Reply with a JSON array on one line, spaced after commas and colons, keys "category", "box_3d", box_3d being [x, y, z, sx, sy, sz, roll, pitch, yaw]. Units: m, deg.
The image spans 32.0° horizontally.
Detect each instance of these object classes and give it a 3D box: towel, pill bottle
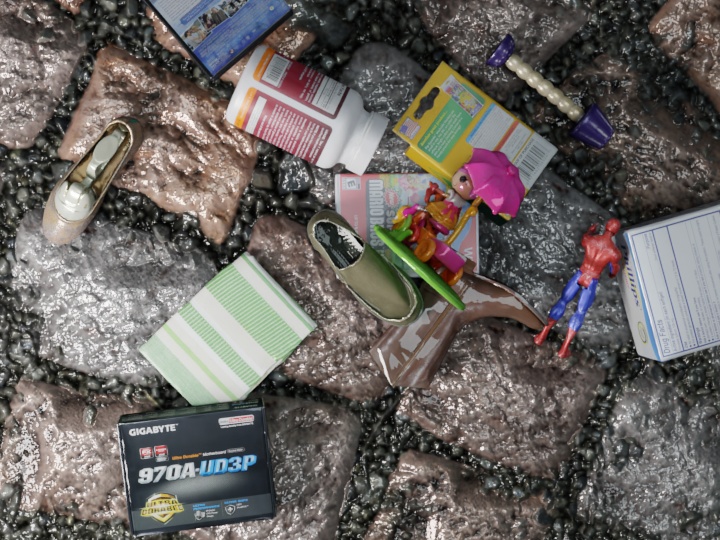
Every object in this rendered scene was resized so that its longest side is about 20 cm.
[{"category": "towel", "box_3d": [-0.178, 0.093, 1.712, 0.200, 0.023, 0.153, -44, 93, -2]}, {"category": "pill bottle", "box_3d": [-0.069, -0.207, 1.672, 0.199, 0.113, 0.114, 26, 88, -5]}]

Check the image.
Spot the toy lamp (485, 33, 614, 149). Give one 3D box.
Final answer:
[{"category": "toy lamp", "box_3d": [0.263, -0.242, 1.731, 0.199, 0.058, 0.058, 38, 87, -2]}]

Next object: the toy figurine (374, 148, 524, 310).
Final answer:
[{"category": "toy figurine", "box_3d": [0.126, -0.076, 1.618, 0.150, 0.200, 0.184, 40, 93, -27]}]

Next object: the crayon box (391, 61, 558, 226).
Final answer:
[{"category": "crayon box", "box_3d": [0.152, -0.172, 1.711, 0.199, 0.052, 0.126, 37, 78, -2]}]

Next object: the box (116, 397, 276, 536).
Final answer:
[{"category": "box", "box_3d": [-0.217, 0.264, 1.687, 0.198, 0.046, 0.161, -6, 101, -5]}]

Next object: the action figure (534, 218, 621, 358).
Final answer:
[{"category": "action figure", "box_3d": [0.312, 0.013, 1.731, 0.065, 0.099, 0.201, 29, 112, 13]}]

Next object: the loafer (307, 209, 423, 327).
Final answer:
[{"category": "loafer", "box_3d": [0.000, 0.000, 1.676, 0.200, 0.070, 0.075, 42, 97, 6]}]

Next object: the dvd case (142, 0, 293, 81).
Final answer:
[{"category": "dvd case", "box_3d": [-0.203, -0.366, 1.672, 0.142, 0.018, 0.200, -40, 74, -1]}]

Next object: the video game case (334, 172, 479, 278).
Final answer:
[{"category": "video game case", "box_3d": [0.064, -0.062, 1.733, 0.198, 0.017, 0.145, -1, 90, -5]}]

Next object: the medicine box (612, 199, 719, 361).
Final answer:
[{"category": "medicine box", "box_3d": [0.464, 0.008, 1.727, 0.198, 0.103, 0.184, -15, 92, -4]}]

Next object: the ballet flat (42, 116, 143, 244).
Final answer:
[{"category": "ballet flat", "box_3d": [-0.362, -0.124, 1.670, 0.068, 0.067, 0.201, 32, 88, -4]}]

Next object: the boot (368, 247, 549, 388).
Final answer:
[{"category": "boot", "box_3d": [0.132, 0.095, 1.713, 0.186, 0.064, 0.201, 34, 92, 4]}]
